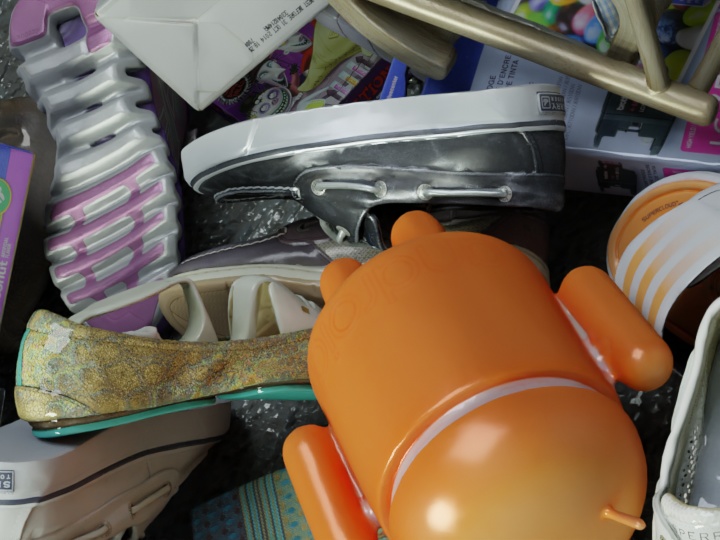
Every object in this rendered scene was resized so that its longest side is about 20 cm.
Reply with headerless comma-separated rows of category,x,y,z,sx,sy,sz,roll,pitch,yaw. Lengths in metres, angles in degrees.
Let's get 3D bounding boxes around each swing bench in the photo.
swing bench,0.097,-0.189,1.345,0.200,0.130,0.199,11,51,30

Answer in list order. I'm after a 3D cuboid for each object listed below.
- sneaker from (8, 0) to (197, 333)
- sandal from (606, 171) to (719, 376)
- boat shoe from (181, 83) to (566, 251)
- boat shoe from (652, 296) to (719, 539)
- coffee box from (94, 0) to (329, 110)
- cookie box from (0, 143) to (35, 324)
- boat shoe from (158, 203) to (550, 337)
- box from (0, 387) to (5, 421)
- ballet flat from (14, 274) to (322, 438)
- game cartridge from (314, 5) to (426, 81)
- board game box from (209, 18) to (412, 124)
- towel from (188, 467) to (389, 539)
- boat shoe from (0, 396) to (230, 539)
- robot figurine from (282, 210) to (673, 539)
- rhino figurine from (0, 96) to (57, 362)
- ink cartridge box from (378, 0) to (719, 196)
sneaker,-0.119,-0.057,1.519,0.080,0.088,0.200,-19,71,22
sandal,0.163,0.017,1.251,0.207,0.059,0.079,42,113,46
boat shoe,0.005,-0.040,1.335,0.200,0.072,0.068,-6,86,29
boat shoe,0.145,0.106,1.173,0.071,0.069,0.200,-3,77,28
coffee box,-0.056,-0.190,1.510,0.114,0.080,0.200,-37,23,29
cookie box,-0.265,0.002,1.511,0.200,0.075,0.171,13,91,51
boat shoe,0.000,0.000,1.394,0.200,0.072,0.065,-7,49,27
box,-0.214,0.171,1.362,0.159,0.046,0.200,120,159,-51
ballet flat,-0.065,0.034,1.328,0.071,0.200,0.071,13,105,57
game cartridge,0.081,-0.180,1.469,0.130,0.038,0.200,32,81,22
board game box,0.004,-0.148,1.534,0.200,0.032,0.120,-48,40,-5
towel,0.019,0.129,1.305,0.200,0.022,0.147,-24,47,15
boat shoe,-0.120,0.098,1.349,0.072,0.200,0.066,3,99,21
robot figurine,0.048,0.064,1.242,0.144,0.117,0.200,-6,41,-22
rhino figurine,-0.194,-0.009,1.543,0.087,0.060,0.200,-13,52,31
ink cartridge box,0.103,-0.096,1.378,0.200,0.042,0.119,6,60,22
